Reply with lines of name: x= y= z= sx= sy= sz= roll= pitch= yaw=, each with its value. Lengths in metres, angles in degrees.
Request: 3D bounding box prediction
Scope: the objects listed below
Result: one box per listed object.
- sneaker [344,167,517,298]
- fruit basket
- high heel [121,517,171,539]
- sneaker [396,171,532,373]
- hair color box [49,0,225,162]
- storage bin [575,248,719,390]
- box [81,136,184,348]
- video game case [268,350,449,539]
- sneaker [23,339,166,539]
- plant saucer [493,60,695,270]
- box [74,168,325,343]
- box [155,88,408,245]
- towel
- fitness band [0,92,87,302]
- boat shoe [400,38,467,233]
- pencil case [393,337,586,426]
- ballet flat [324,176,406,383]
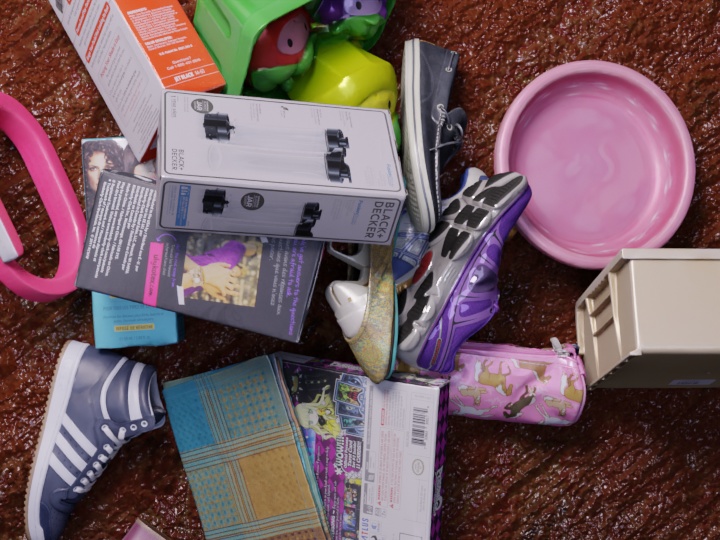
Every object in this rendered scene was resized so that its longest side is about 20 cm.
sneaker: x=0.051 y=-0.027 z=1.099 sx=0.200 sy=0.075 sz=0.088 roll=-29 pitch=84 yaw=-9
fruit basket: x=-0.028 y=-0.196 z=1.023 sx=0.215 sy=0.156 sz=0.216 roll=8 pitch=57 yaw=-13
high heel: x=-0.170 y=0.336 z=1.098 sx=0.200 sy=0.067 sz=0.096 roll=35 pitch=80 yaw=12
sneaker: x=0.100 y=0.002 z=1.037 sx=0.083 sy=0.081 sz=0.200 roll=30 pitch=92 yaw=-24
hair color box: x=-0.209 y=-0.215 z=1.032 sx=0.064 sy=0.111 sz=0.200 roll=-25 pitch=79 yaw=-34
storage bin: x=0.318 y=0.052 z=1.045 sx=0.199 sy=0.199 sz=0.094 roll=0 pitch=75 yaw=-2
box: x=-0.218 y=-0.028 z=1.093 sx=0.082 sy=0.049 sz=0.201 roll=-4 pitch=92 yaw=-2
video game case: x=-0.009 y=0.187 z=1.065 sx=0.181 sy=0.036 sz=0.201 roll=7 pitch=101 yaw=24
sneaker: x=-0.252 y=0.175 z=1.089 sx=0.108 sy=0.070 sz=0.201 roll=12 pitch=89 yaw=-1
plant saucer: x=0.221 y=-0.099 z=1.093 sx=0.200 sy=0.051 sz=0.201 roll=1 pitch=85 yaw=-11
box: x=-0.136 y=-0.015 z=1.009 sx=0.199 sy=0.122 sz=0.106 roll=15 pitch=93 yaw=-2
box: x=-0.069 y=-0.086 z=0.946 sx=0.199 sy=0.117 sz=0.060 roll=2 pitch=136 yaw=-14
towel: x=-0.109 y=0.188 z=1.085 sx=0.146 sy=0.022 sz=0.201 roll=-16 pitch=92 yaw=30
fitness band: x=-0.315 y=-0.067 z=1.042 sx=0.037 sy=0.144 sz=0.201 roll=-20 pitch=96 yaw=17
boat shoe: x=0.070 y=-0.129 z=1.064 sx=0.062 sy=0.075 sz=0.201 roll=3 pitch=65 yaw=-4
pencil case: x=0.115 y=0.101 z=1.093 sx=0.199 sy=0.083 sz=0.087 roll=5 pitch=92 yaw=-1
ballet flat: x=0.000 y=0.000 z=1.018 sx=0.070 sy=0.071 sz=0.201 roll=5 pitch=78 yaw=-2
